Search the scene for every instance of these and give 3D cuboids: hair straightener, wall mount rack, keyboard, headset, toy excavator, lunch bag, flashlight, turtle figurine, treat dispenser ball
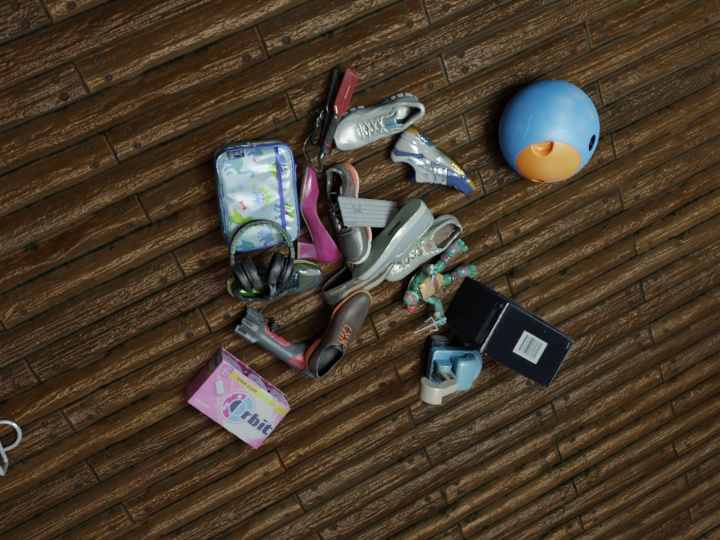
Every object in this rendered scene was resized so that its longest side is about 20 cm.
[{"bbox_3d":[-0.064,-0.289,1.300,0.041,0.076,0.204,16,87,-45],"label":"hair straightener"},{"bbox_3d":[-0.754,0.322,1.266,0.196,0.075,0.177,-17,111,-12],"label":"wall mount rack"},{"bbox_3d":[0.022,-0.114,1.338,0.198,0.011,0.058,-3,82,-54],"label":"keyboard"},{"bbox_3d":[-0.179,0.008,1.262,0.121,0.094,0.205,-8,103,-12],"label":"headset"},{"bbox_3d":[0.193,0.221,1.462,0.190,0.200,0.102,3,105,-18],"label":"toy excavator"},{"bbox_3d":[-0.196,-0.146,1.296,0.157,0.082,0.204,-8,110,-18],"label":"lunch bag"},{"bbox_3d":[-0.167,0.146,1.405,0.199,0.068,0.068,38,98,-19],"label":"flashlight"},{"bbox_3d":[0.157,0.029,1.446,0.199,0.100,0.151,-40,137,-19],"label":"turtle figurine"},{"bbox_3d":[0.379,-0.280,1.366,0.197,0.201,0.205,-5,108,-15],"label":"treat dispenser ball"}]

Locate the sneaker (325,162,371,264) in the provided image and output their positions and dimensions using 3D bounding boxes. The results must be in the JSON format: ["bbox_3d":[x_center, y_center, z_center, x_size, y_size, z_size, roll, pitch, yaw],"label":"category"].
[{"bbox_3d":[-0.037,-0.111,1.325,0.076,0.081,0.204,-14,87,28],"label":"sneaker"}]

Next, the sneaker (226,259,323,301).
[{"bbox_3d":[-0.167,0.030,1.356,0.196,0.081,0.075,-12,110,-14],"label":"sneaker"}]

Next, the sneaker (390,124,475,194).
[{"bbox_3d":[0.147,-0.210,1.395,0.199,0.076,0.089,36,106,-17],"label":"sneaker"}]

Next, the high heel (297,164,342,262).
[{"bbox_3d":[-0.076,-0.110,1.345,0.094,0.068,0.204,1,111,-9],"label":"high heel"}]

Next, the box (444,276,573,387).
[{"bbox_3d":[0.316,0.129,1.473,0.198,0.198,0.125,28,95,-23],"label":"box"}]

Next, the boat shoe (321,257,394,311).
[{"bbox_3d":[0.000,0.000,1.398,0.200,0.074,0.073,-47,126,0],"label":"boat shoe"}]

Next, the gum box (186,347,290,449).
[{"bbox_3d":[-0.250,0.271,1.411,0.200,0.066,0.114,42,93,-24],"label":"gum box"}]

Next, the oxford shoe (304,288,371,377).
[{"bbox_3d":[-0.035,0.131,1.367,0.071,0.072,0.202,32,92,-23],"label":"oxford shoe"}]

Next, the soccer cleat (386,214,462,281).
[{"bbox_3d":[0.128,-0.047,1.426,0.199,0.078,0.070,-39,113,-2],"label":"soccer cleat"}]

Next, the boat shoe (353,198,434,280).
[{"bbox_3d":[0.072,-0.047,1.348,0.201,0.070,0.071,-48,121,3],"label":"boat shoe"}]

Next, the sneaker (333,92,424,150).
[{"bbox_3d":[0.037,-0.291,1.320,0.197,0.087,0.076,-27,114,-6],"label":"sneaker"}]
